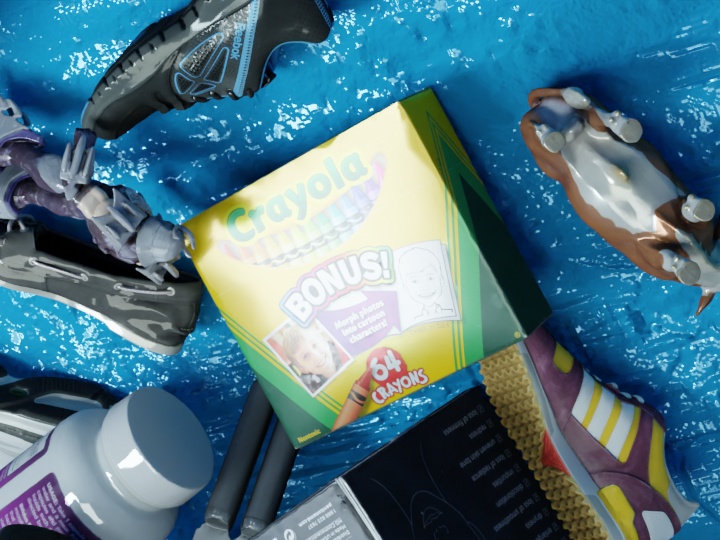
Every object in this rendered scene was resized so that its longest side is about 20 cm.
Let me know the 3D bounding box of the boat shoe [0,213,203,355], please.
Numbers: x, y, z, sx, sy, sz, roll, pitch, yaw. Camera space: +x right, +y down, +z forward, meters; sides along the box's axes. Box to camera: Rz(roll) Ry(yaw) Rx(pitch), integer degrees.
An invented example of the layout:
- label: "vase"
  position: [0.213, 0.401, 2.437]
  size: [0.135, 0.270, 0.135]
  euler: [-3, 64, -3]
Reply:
- label: "boat shoe"
  position: [-0.204, -0.007, 1.633]
  size: [0.199, 0.067, 0.057]
  euler: [24, 110, -4]

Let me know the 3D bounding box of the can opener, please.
- label: "can opener"
  position: [-0.085, 0.174, 1.641]
  size: [0.052, 0.201, 0.067]
  euler: [16, 159, 5]

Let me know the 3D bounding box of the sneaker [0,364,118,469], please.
- label: "sneaker"
  position: [-0.282, 0.128, 1.730]
  size: [0.199, 0.076, 0.116]
  euler: [16, 123, 4]

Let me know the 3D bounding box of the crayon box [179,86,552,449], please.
- label: "crayon box"
  position: [0.000, 0.000, 1.546]
  size: [0.199, 0.058, 0.173]
  euler: [-28, 94, 29]

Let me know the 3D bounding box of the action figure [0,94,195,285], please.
- label: "action figure"
  position: [-0.188, -0.053, 1.551]
  size: [0.199, 0.070, 0.130]
  euler: [25, 157, 28]

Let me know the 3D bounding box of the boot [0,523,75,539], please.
- label: "boot"
  position: [-0.227, 0.260, 1.607]
  size: [0.153, 0.074, 0.203]
  euler: [-28, 135, 24]

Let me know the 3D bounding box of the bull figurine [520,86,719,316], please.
- label: "bull figurine"
  position: [0.179, -0.042, 1.461]
  size: [0.200, 0.121, 0.065]
  euler: [40, 89, -2]

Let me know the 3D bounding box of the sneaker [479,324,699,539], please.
- label: "sneaker"
  position: [0.155, 0.100, 1.587]
  size: [0.201, 0.090, 0.075]
  euler: [63, 158, -1]

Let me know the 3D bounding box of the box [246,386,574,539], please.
- label: "box"
  position: [0.049, 0.215, 1.574]
  size: [0.124, 0.200, 0.197]
  euler: [-38, 84, 34]

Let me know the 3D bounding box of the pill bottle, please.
- label: "pill bottle"
  position: [-0.199, 0.168, 1.647]
  size: [0.200, 0.112, 0.112]
  euler: [-36, 106, 28]

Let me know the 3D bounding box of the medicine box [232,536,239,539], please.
- label: "medicine box"
  position: [-0.125, 0.318, 1.729]
  size: [0.199, 0.183, 0.103]
  euler: [-31, 120, 31]

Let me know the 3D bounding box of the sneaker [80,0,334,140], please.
- label: "sneaker"
  position: [-0.104, -0.133, 1.510]
  size: [0.200, 0.073, 0.082]
  euler: [-35, 108, 33]
